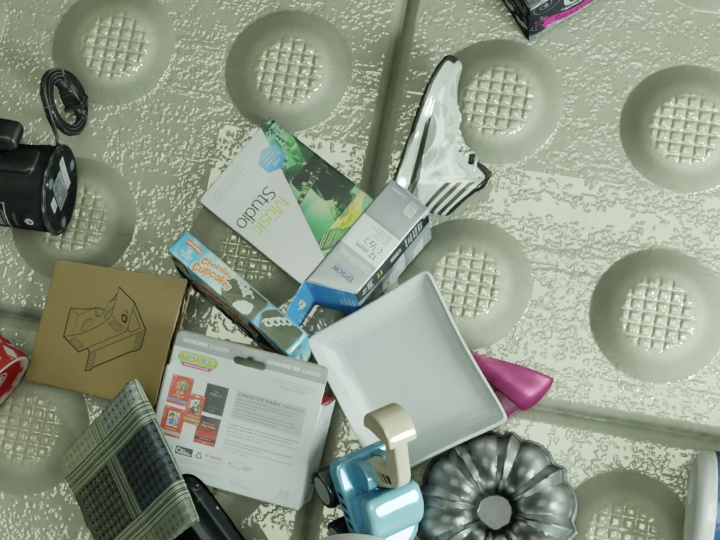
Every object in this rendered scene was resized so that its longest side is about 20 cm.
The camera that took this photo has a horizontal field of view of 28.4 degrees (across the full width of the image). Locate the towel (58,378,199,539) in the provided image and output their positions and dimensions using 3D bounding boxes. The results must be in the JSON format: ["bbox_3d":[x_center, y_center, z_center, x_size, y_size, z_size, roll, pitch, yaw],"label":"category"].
[{"bbox_3d":[-0.277,0.258,1.703,0.200,0.035,0.193,-43,67,38],"label":"towel"}]

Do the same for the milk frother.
[{"bbox_3d":[-0.461,-0.160,1.830,0.188,0.181,0.200,7,37,8],"label":"milk frother"}]

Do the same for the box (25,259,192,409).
[{"bbox_3d":[-0.316,0.076,1.778,0.200,0.021,0.164,9,81,26],"label":"box"}]

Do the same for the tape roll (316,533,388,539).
[{"bbox_3d":[0.002,0.391,1.636,0.203,0.037,0.203,6,121,11],"label":"tape roll"}]

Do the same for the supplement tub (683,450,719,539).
[{"bbox_3d":[0.474,0.285,1.607,0.200,0.144,0.145,6,79,8],"label":"supplement tub"}]

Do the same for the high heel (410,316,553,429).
[{"bbox_3d":[0.141,0.090,1.726,0.096,0.067,0.200,-39,91,7],"label":"high heel"}]

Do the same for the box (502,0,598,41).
[{"bbox_3d":[0.266,-0.405,1.787,0.200,0.115,0.132,-31,76,0],"label":"box"}]

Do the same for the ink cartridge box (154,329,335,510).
[{"bbox_3d":[-0.140,0.175,1.719,0.200,0.084,0.176,15,93,9],"label":"ink cartridge box"}]

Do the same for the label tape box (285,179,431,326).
[{"bbox_3d":[0.000,0.000,1.718,0.066,0.143,0.200,37,82,11],"label":"label tape box"}]

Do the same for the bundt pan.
[{"bbox_3d":[0.159,0.287,1.681,0.202,0.076,0.202,-1,79,7],"label":"bundt pan"}]

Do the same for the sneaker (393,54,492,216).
[{"bbox_3d":[0.119,-0.163,1.787,0.115,0.076,0.201,19,89,1],"label":"sneaker"}]

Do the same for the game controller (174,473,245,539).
[{"bbox_3d":[-0.176,0.336,1.693,0.200,0.104,0.042,55,45,-1],"label":"game controller"}]

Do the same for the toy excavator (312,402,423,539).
[{"bbox_3d":[0.027,0.239,1.613,0.100,0.200,0.195,-21,98,-24],"label":"toy excavator"}]

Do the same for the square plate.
[{"bbox_3d":[0.056,0.127,1.703,0.198,0.028,0.200,-31,84,31],"label":"square plate"}]

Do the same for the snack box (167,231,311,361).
[{"bbox_3d":[-0.146,0.042,1.743,0.200,0.116,0.037,40,77,13],"label":"snack box"}]

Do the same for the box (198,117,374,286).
[{"bbox_3d":[-0.085,-0.080,1.804,0.200,0.036,0.144,38,86,11],"label":"box"}]

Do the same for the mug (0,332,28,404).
[{"bbox_3d":[-0.533,0.100,1.795,0.200,0.178,0.133,38,49,8],"label":"mug"}]
